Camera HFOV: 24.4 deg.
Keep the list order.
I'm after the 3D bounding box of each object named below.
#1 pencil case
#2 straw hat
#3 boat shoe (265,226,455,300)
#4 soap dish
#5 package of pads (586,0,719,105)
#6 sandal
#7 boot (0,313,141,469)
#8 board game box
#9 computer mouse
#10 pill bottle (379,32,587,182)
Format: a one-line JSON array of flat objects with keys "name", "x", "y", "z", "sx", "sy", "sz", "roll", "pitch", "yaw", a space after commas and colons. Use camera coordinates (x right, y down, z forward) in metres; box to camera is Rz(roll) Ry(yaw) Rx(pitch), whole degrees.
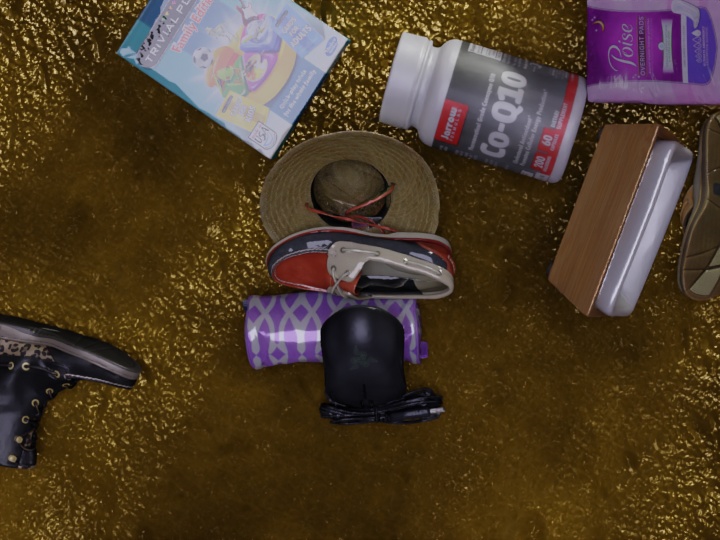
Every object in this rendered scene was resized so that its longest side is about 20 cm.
[{"name": "pencil case", "x": -0.030, "y": 0.066, "z": 1.770, "sx": 0.198, "sy": 0.084, "sz": 0.086, "roll": -2, "pitch": 133, "yaw": 6}, {"name": "straw hat", "x": -0.012, "y": -0.090, "z": 1.746, "sx": 0.199, "sy": 0.086, "sz": 0.202, "roll": -1, "pitch": 132, "yaw": -1}, {"name": "boat shoe", "x": 0.000, "y": 0.000, "z": 1.728, "sx": 0.198, "sy": 0.063, "sz": 0.072, "roll": 0, "pitch": 134, "yaw": -2}, {"name": "soap dish", "x": 0.265, "y": -0.053, "z": 1.709, "sx": 0.081, "sy": 0.157, "sz": 0.202, "roll": 22, "pitch": 96, "yaw": 18}, {"name": "package of pads", "x": 0.319, "y": -0.225, "z": 1.639, "sx": 0.198, "sy": 0.075, "sz": 0.122, "roll": 6, "pitch": 105, "yaw": 35}, {"name": "sandal", "x": 0.365, "y": -0.066, "z": 1.746, "sx": 0.080, "sy": 0.054, "sz": 0.202, "roll": 12, "pitch": 79, "yaw": -25}, {"name": "boot", "x": -0.343, "y": 0.139, "z": 1.796, "sx": 0.198, "sy": 0.073, "sz": 0.152, "roll": 15, "pitch": 95, "yaw": 6}, {"name": "board game box", "x": -0.134, "y": -0.236, "z": 1.764, "sx": 0.199, "sy": 0.047, "sz": 0.152, "roll": 34, "pitch": 96, "yaw": 0}, {"name": "computer mouse", "x": 0.011, "y": 0.112, "z": 1.721, "sx": 0.137, "sy": 0.201, "sz": 0.053, "roll": -5, "pitch": 52, "yaw": 7}, {"name": "pill bottle", "x": 0.125, "y": -0.171, "z": 1.721, "sx": 0.198, "sy": 0.114, "sz": 0.115, "roll": 16, "pitch": 96, "yaw": 2}]
